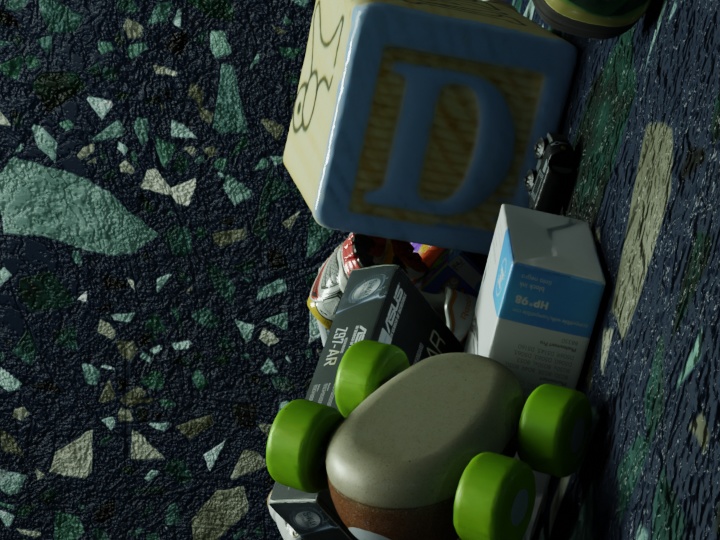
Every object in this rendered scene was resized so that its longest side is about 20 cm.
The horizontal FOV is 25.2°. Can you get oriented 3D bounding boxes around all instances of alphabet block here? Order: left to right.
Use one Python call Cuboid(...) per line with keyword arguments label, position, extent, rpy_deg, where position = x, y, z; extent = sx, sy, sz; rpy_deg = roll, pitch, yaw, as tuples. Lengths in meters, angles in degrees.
Cuboid(label="alphabet block", position=(0.053, -0.139, 1.406), extent=(0.200, 0.194, 0.198), rpy_deg=(-120, 42, -69))

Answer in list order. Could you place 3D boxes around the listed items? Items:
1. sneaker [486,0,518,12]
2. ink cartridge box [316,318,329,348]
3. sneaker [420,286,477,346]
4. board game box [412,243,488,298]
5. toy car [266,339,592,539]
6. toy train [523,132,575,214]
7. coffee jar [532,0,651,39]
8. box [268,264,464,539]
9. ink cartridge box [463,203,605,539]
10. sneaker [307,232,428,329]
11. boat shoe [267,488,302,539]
Cuboid(label="sneaker", position=(0.119, -0.173, 1.670), extent=(0.109, 0.069, 0.202), rpy_deg=(104, 177, -70))
Cuboid(label="ink cartridge box", position=(0.005, 0.096, 1.605), extent=(0.196, 0.043, 0.203), rpy_deg=(-58, -43, -75))
Cuboid(label="sneaker", position=(0.031, 0.071, 1.397), extent=(0.199, 0.079, 0.079), rpy_deg=(-30, 33, 31))
Cuboid(label="board game box", position=(0.067, 0.005, 1.536), extent=(0.134, 0.045, 0.200), rpy_deg=(-45, 12, 18))
Cuboid(label="toy car", position=(0.049, 0.168, 1.025), extent=(0.158, 0.163, 0.202), rpy_deg=(-39, -47, -47))
Cuboid(label="toy train", position=(0.133, -0.012, 1.279), extent=(0.046, 0.034, 0.202), rpy_deg=(-108, 29, -57))
Cuboid(label="coffee jar", position=(0.167, -0.230, 1.026), extent=(0.200, 0.084, 0.106), rpy_deg=(112, 169, -71))
Cuboid(label="box", position=(0.021, 0.123, 1.156), extent=(0.161, 0.043, 0.202), rpy_deg=(51, -135, -37))
Cuboid(label="ink cartridge box", position=(0.108, 0.071, 1.116), extent=(0.116, 0.066, 0.202), rpy_deg=(-87, 9, -68))
Cuboid(label="sneaker", position=(0.000, 0.000, 1.418), extent=(0.082, 0.078, 0.200), rpy_deg=(-42, -4, 17))
Cuboid(label="boat shoe", position=(0.001, 0.174, 1.379), extent=(0.200, 0.070, 0.070), rpy_deg=(-47, 48, 28))
